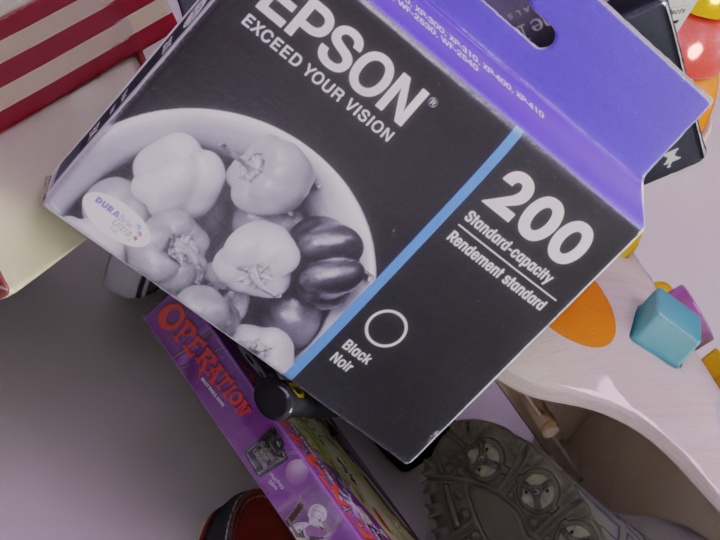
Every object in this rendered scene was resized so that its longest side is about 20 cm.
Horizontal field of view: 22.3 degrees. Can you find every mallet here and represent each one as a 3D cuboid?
[{"bbox_3d":[-0.012,0.052,0.846,0.066,0.041,0.200,53,11,22],"label":"mallet"}]

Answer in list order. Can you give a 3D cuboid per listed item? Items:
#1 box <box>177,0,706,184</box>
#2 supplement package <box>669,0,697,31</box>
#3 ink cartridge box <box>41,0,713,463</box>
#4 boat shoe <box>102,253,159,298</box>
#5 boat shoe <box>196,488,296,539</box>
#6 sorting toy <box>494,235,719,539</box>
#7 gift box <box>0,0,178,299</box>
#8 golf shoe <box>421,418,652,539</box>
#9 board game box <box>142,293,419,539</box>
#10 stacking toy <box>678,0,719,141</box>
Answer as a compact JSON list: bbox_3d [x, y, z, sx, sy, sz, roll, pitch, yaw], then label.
[{"bbox_3d":[0.027,-0.118,0.840,0.199,0.123,0.199,-23,55,6],"label":"box"},{"bbox_3d":[0.056,-0.153,1.063,0.146,0.201,0.192,-9,52,-41],"label":"supplement package"},{"bbox_3d":[0.012,-0.047,0.725,0.198,0.200,0.043,36,16,-21],"label":"ink cartridge box"},{"bbox_3d":[-0.066,-0.038,0.953,0.071,0.072,0.200,29,35,5],"label":"boat shoe"},{"bbox_3d":[-0.025,0.166,0.761,0.071,0.063,0.201,10,41,-23],"label":"boat shoe"},{"bbox_3d":[0.147,0.080,0.850,0.180,0.107,0.200,51,0,30],"label":"sorting toy"},{"bbox_3d":[-0.195,-0.089,0.808,0.187,0.199,0.186,-41,118,-49],"label":"gift box"},{"bbox_3d":[0.114,0.150,0.887,0.200,0.078,0.097,46,18,15],"label":"golf shoe"},{"bbox_3d":[-0.014,0.100,0.820,0.200,0.032,0.120,53,10,25],"label":"board game box"},{"bbox_3d":[0.212,-0.187,1.209,0.145,0.201,0.147,19,39,-16],"label":"stacking toy"}]
